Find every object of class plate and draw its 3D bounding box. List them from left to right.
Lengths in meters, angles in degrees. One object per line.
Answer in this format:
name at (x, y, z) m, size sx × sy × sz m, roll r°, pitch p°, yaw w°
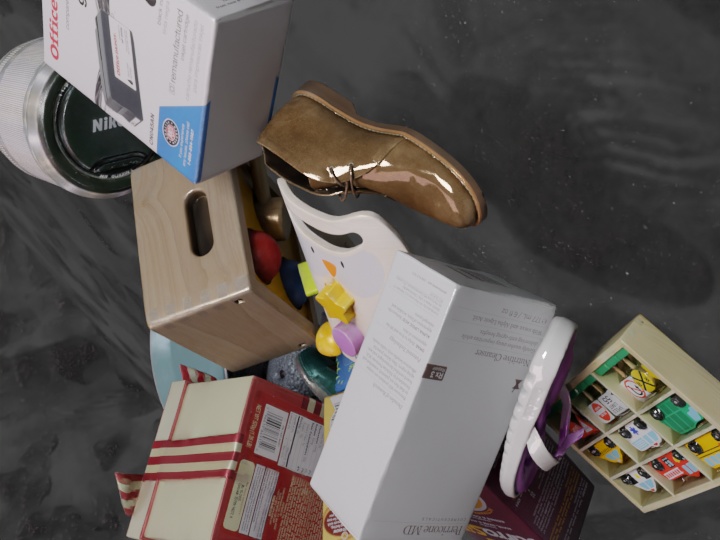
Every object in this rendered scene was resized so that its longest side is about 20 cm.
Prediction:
plate at (-0.204, 0.114, 1.083) m, size 0.199 × 0.025 × 0.203 m, roll 13°, pitch 107°, yaw 49°

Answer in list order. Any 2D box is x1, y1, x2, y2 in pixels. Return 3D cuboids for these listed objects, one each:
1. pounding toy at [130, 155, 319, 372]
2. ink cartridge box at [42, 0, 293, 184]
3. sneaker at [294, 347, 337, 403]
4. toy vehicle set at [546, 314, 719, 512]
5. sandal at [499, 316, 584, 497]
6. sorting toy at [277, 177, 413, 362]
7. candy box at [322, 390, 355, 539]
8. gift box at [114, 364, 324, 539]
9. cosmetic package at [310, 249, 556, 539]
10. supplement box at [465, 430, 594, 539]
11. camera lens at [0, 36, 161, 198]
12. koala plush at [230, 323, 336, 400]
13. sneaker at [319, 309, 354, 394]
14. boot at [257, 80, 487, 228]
pounding toy at (-0.113, -0.042, 0.818) m, size 0.184 × 0.141 × 0.202 m, roll 45°, pitch -151°, yaw -62°
ink cartridge box at (-0.160, -0.188, 0.699) m, size 0.199 × 0.084 × 0.146 m, roll 37°, pitch 135°, yaw 22°
sneaker at (0.017, 0.144, 1.025) m, size 0.199 × 0.080 × 0.071 m, roll 39°, pitch -172°, yaw -3°
toy vehicle set at (0.215, 0.117, 0.678) m, size 0.124 × 0.027 × 0.200 m, roll 42°, pitch 159°, yaw 12°
sandal at (0.144, 0.120, 0.678) m, size 0.049 × 0.083 × 0.204 m, roll 23°, pitch 145°, yaw 20°
sorting toy at (0.000, 0.000, 0.753) m, size 0.199 × 0.107 × 0.181 m, roll 25°, pitch 153°, yaw 43°
candy box at (0.018, 0.222, 0.820) m, size 0.056 × 0.202 × 0.116 m, roll -22°, pitch 142°, yaw 29°
gift box at (-0.125, 0.199, 0.897) m, size 0.199 × 0.187 × 0.186 m, roll 33°, pitch 151°, yaw -30°
cosmetic package at (0.053, 0.098, 0.672) m, size 0.112 × 0.202 × 0.081 m, roll 11°, pitch -168°, yaw -36°
supplement box at (0.118, 0.184, 0.824) m, size 0.110 × 0.086 × 0.200 m, roll -1°, pitch 142°, yaw 45°
camera lens at (-0.306, -0.170, 0.960) m, size 0.199 × 0.160 × 0.161 m, roll 20°, pitch 147°, yaw 49°
koala plush at (-0.085, 0.130, 1.135) m, size 0.177 × 0.184 × 0.200 m, roll 38°, pitch 138°, yaw -6°
sneaker at (-0.006, 0.095, 0.947) m, size 0.199 × 0.105 × 0.076 m, roll 10°, pitch 140°, yaw 56°
boot at (0.004, -0.072, 0.672) m, size 0.199 × 0.075 × 0.074 m, roll 31°, pitch 151°, yaw 30°
